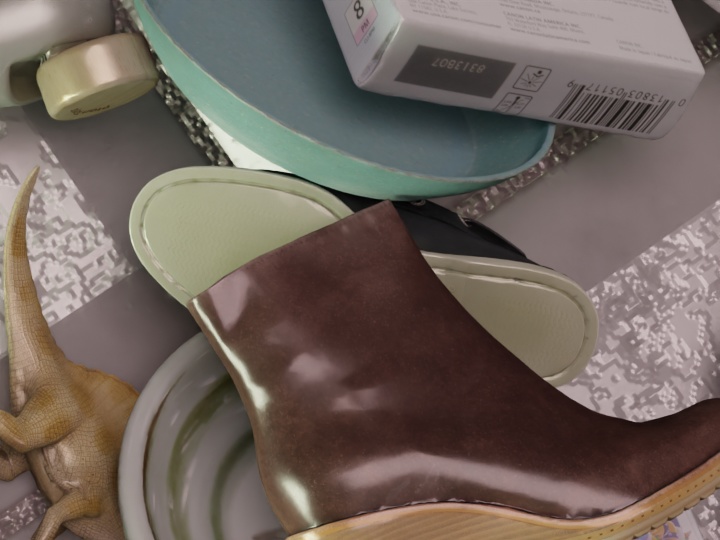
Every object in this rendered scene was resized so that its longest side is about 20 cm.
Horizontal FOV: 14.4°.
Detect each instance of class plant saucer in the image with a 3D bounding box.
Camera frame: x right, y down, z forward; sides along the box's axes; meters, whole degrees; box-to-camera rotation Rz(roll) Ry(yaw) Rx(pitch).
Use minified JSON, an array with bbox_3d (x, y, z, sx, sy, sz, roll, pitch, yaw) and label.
[{"bbox_3d":[-0.006,0.105,1.180,0.200,0.050,0.200,8,52,-11],"label":"plant saucer"},{"bbox_3d":[-0.014,-0.089,1.204,0.200,0.036,0.200,21,31,-13],"label":"plant saucer"}]

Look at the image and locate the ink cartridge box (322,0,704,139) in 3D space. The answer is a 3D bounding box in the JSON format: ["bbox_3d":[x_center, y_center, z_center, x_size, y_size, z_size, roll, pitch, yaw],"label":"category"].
[{"bbox_3d":[0.047,-0.153,1.240,0.162,0.057,0.200,7,43,-32],"label":"ink cartridge box"}]

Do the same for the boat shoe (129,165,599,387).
[{"bbox_3d":[0.001,-0.002,1.195,0.199,0.066,0.075,11,103,-4],"label":"boat shoe"}]

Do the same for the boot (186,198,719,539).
[{"bbox_3d":[0.049,0.044,1.134,0.200,0.072,0.167,-23,83,-17],"label":"boot"}]

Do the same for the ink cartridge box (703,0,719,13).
[{"bbox_3d":[0.147,-0.219,1.281,0.200,0.045,0.176,36,53,-2],"label":"ink cartridge box"}]

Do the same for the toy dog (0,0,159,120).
[{"bbox_3d":[-0.182,-0.087,1.200,0.200,0.096,0.132,-1,80,3],"label":"toy dog"}]

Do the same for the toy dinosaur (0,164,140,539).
[{"bbox_3d":[-0.133,0.067,1.188,0.101,0.058,0.200,-27,92,-31],"label":"toy dinosaur"}]

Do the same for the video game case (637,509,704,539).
[{"bbox_3d":[0.072,0.182,1.215,0.200,0.018,0.143,-21,82,-16],"label":"video game case"}]
